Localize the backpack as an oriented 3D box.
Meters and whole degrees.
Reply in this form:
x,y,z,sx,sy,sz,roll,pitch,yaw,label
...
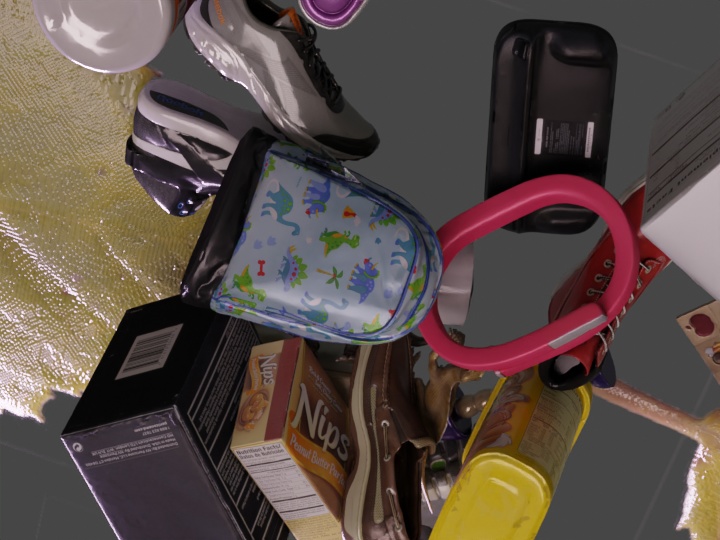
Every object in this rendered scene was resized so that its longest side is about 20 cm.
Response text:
x,y,z,sx,sy,sz,roll,pitch,yaw,label
-0.028,-0.013,1.567,0.198,0.154,0.165,25,84,-9,backpack

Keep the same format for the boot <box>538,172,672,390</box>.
x,y,z,sx,sy,sz,roll,pitch,yaw,label
0.221,0.012,1.609,0.072,0.145,0.201,32,123,-5,boot

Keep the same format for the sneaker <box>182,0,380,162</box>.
x,y,z,sx,sy,sz,roll,pitch,yaw,label
-0.057,-0.170,1.611,0.200,0.074,0.079,42,117,-13,sneaker

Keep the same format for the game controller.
x,y,z,sx,sy,sz,roll,pitch,yaw,label
0.160,-0.118,1.613,0.103,0.042,0.202,0,123,-3,game controller

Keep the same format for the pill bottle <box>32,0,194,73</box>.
x,y,z,sx,sy,sz,roll,pitch,yaw,label
-0.176,-0.250,1.510,0.113,0.201,0.115,6,123,10,pill bottle

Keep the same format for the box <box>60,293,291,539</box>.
x,y,z,sx,sy,sz,roll,pitch,yaw,label
-0.146,0.154,1.673,0.122,0.201,0.200,-15,116,21,box

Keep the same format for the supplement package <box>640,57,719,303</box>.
x,y,z,sx,sy,sz,roll,pitch,yaw,label
0.303,-0.076,1.494,0.117,0.201,0.117,40,119,-13,supplement package

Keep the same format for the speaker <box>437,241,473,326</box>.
x,y,z,sx,sy,sz,roll,pitch,yaw,label
0.000,0.000,1.673,0.198,0.082,0.082,6,124,-4,speaker

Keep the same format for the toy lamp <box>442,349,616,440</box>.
x,y,z,sx,sy,sz,roll,pitch,yaw,label
0.136,0.112,1.751,0.198,0.058,0.059,-20,115,22,toy lamp

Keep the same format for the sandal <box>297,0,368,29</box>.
x,y,z,sx,sy,sz,roll,pitch,yaw,label
0.004,-0.276,1.538,0.082,0.050,0.204,22,125,0,sandal

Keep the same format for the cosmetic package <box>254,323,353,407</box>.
x,y,z,sx,sy,sz,roll,pitch,yaw,label
-0.071,0.111,1.793,0.198,0.073,0.104,7,124,9,cosmetic package

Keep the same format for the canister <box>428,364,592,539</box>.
x,y,z,sx,sy,sz,roll,pitch,yaw,label
0.128,0.173,1.633,0.086,0.200,0.150,27,116,4,canister

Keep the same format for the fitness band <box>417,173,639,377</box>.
x,y,z,sx,sy,sz,roll,pitch,yaw,label
0.137,0.004,1.589,0.199,0.145,0.037,-26,155,14,fitness band

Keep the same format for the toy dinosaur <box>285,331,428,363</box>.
x,y,z,sx,sy,sz,roll,pitch,yaw,label
-0.022,0.037,1.725,0.198,0.103,0.077,-2,162,-1,toy dinosaur

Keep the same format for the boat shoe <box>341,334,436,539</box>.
x,y,z,sx,sy,sz,roll,pitch,yaw,label
0.035,0.146,1.663,0.074,0.074,0.205,0,84,32,boat shoe

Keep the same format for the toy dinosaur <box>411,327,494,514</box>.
x,y,z,sx,sy,sz,roll,pitch,yaw,label
0.065,0.120,1.697,0.058,0.102,0.201,9,133,-13,toy dinosaur

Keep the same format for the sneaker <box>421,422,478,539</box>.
x,y,z,sx,sy,sz,roll,pitch,yaw,label
0.101,0.208,1.823,0.198,0.076,0.116,-11,144,7,sneaker

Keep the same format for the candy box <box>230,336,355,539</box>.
x,y,z,sx,sy,sz,roll,pitch,yaw,label
-0.041,0.169,1.685,0.055,0.116,0.201,-13,132,22,candy box

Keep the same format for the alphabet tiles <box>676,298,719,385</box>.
x,y,z,sx,sy,sz,roll,pitch,yaw,label
0.402,0.085,1.692,0.166,0.008,0.201,-26,113,27,alphabet tiles

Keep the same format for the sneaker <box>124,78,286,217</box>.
x,y,z,sx,sy,sz,roll,pitch,yaw,label
-0.114,-0.084,1.687,0.198,0.073,0.112,26,130,5,sneaker
